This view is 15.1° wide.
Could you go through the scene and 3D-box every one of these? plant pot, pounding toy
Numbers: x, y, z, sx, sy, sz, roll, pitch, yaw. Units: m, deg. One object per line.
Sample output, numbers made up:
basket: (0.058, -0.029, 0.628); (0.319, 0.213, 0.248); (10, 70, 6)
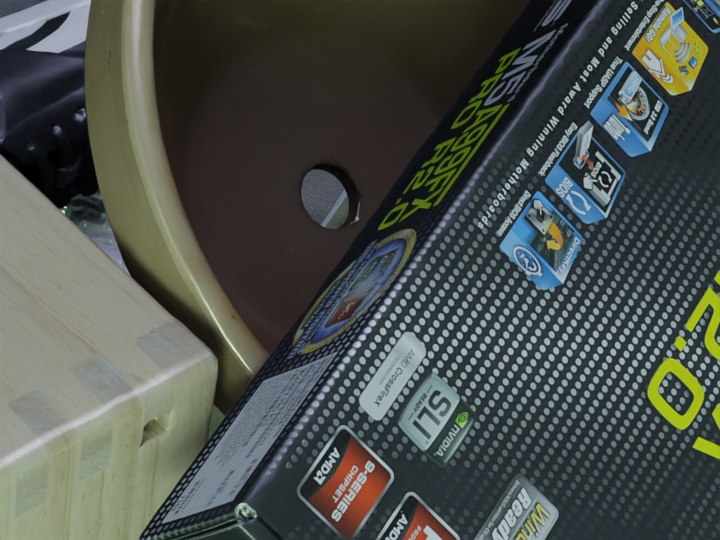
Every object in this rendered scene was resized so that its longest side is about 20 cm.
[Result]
plant pot: (0.013, -0.029, 0.669); (0.201, 0.093, 0.201); (8, 74, -31)
pounding toy: (-0.100, 0.062, 0.642); (0.142, 0.184, 0.200); (-28, 56, -34)

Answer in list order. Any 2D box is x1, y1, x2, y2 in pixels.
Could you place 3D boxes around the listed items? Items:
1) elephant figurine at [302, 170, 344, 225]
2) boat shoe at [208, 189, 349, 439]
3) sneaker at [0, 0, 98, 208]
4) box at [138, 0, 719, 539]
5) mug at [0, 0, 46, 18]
elephant figurine: (0.000, 0.000, 0.842); (0.200, 0.142, 0.155); (-17, 18, -26)
boat shoe: (0.002, 0.017, 0.748); (0.072, 0.062, 0.200); (24, 69, -1)
sneaker: (-0.104, -0.029, 0.870); (0.200, 0.073, 0.112); (-8, 45, -28)
box: (0.068, 0.036, 0.605); (0.160, 0.044, 0.200); (45, 58, -14)
mug: (-0.129, -0.163, 0.946); (0.200, 0.175, 0.148); (3, 36, -28)
